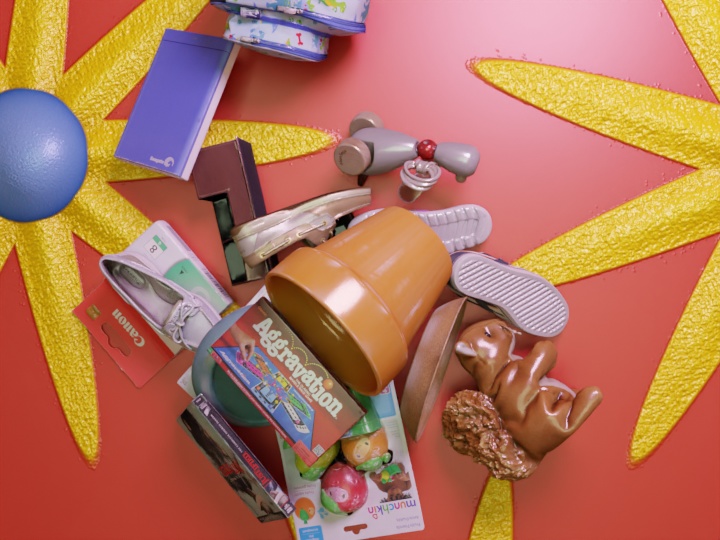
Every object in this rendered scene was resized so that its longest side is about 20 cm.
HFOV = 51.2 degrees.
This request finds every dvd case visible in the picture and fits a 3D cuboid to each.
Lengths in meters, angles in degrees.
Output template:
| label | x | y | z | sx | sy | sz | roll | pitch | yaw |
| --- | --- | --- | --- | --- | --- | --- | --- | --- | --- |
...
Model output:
| label | x | y | z | sx | sy | sz | roll | pitch | yaw |
| --- | --- | --- | --- | --- | --- | --- | --- | --- | --- |
| dvd case | -0.178 | 0.267 | 1.049 | 0.022 | 0.146 | 0.200 | -40 | 89 | -30 |

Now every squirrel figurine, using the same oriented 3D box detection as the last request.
| label | x | y | z | sx | sy | sz | roll | pitch | yaw |
| --- | --- | --- | --- | --- | --- | --- | --- | --- | --- |
| squirrel figurine | 0.188 | 0.170 | 1.013 | 0.186 | 0.142 | 0.200 | 41 | 92 | 9 |

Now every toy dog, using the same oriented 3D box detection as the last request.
| label | x | y | z | sx | sy | sz | roll | pitch | yaw |
| --- | --- | --- | --- | --- | --- | --- | --- | --- | --- |
| toy dog | 0.056 | -0.141 | 1.027 | 0.200 | 0.097 | 0.132 | 31 | 53 | 31 |

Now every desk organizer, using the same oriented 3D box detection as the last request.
| label | x | y | z | sx | sy | sz | roll | pitch | yaw |
| --- | --- | --- | --- | --- | --- | --- | --- | --- | --- |
| desk organizer | -0.178 | -0.079 | 1.065 | 0.077 | 0.072 | 0.201 | -13 | 91 | 8 |

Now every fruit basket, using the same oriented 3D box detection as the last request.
| label | x | y | z | sx | sy | sz | roll | pitch | yaw |
| --- | --- | --- | --- | --- | --- | --- | --- | --- | --- |
| fruit basket | -0.024 | 0.258 | 0.999 | 0.184 | 0.094 | 0.201 | -14 | 77 | 18 |

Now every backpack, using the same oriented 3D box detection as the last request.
| label | x | y | z | sx | sy | sz | roll | pitch | yaw |
| --- | --- | --- | --- | --- | --- | --- | --- | --- | --- |
| backpack | -0.086 | -0.356 | 0.996 | 0.199 | 0.183 | 0.148 | 8 | 108 | -1 |

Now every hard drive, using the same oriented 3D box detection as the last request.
| label | x | y | z | sx | sy | sz | roll | pitch | yaw |
| --- | --- | --- | --- | --- | --- | --- | --- | --- | --- |
| hard drive | -0.258 | -0.235 | 1.050 | 0.131 | 0.025 | 0.201 | 18 | 84 | 29 |

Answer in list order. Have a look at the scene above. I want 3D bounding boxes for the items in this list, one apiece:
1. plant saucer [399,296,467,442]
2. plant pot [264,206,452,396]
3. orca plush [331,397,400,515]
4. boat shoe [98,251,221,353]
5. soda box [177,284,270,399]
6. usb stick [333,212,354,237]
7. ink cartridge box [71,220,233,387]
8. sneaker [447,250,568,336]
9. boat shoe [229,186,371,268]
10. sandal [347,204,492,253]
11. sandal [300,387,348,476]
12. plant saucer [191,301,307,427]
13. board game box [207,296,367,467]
| label | x | y | z | sx | sy | sz | roll | pitch | yaw |
| --- | --- | --- | --- | --- | --- | --- | --- | --- | --- |
| plant saucer | 0.092 | 0.124 | 0.987 | 0.035 | 0.200 | 0.201 | 19 | 94 | 11 |
| plant pot | 0.013 | 0.023 | 0.949 | 0.183 | 0.200 | 0.200 | -43 | 88 | -21 |
| orca plush | 0.018 | 0.275 | 1.079 | 0.105 | 0.071 | 0.201 | 15 | 82 | 48 |
| boat shoe | -0.272 | 0.046 | 1.033 | 0.202 | 0.065 | 0.075 | 41 | 96 | 6 |
| soda box | -0.166 | 0.106 | 1.075 | 0.068 | 0.064 | 0.200 | 43 | 96 | 2 |
| usb stick | 0.000 | 0.000 | 1.072 | 0.055 | 0.033 | 0.201 | -27 | 89 | -3 |
| ink cartridge box | -0.309 | 0.052 | 1.094 | 0.200 | 0.050 | 0.161 | -42 | 88 | 3 |
| sneaker | 0.197 | 0.025 | 1.039 | 0.199 | 0.079 | 0.079 | 29 | 91 | -22 |
| boat shoe | -0.073 | -0.060 | 1.016 | 0.199 | 0.074 | 0.067 | -20 | 97 | -9 |
| sandal | 0.082 | -0.053 | 1.057 | 0.201 | 0.050 | 0.083 | -3 | 108 | -1 |
| sandal | -0.044 | 0.213 | 1.084 | 0.075 | 0.045 | 0.200 | 39 | 109 | 8 |
| plant saucer | -0.131 | 0.138 | 1.038 | 0.199 | 0.027 | 0.201 | -9 | 117 | -17 |
| board game box | -0.094 | 0.141 | 0.961 | 0.103 | 0.019 | 0.200 | -44 | 83 | 5 |
